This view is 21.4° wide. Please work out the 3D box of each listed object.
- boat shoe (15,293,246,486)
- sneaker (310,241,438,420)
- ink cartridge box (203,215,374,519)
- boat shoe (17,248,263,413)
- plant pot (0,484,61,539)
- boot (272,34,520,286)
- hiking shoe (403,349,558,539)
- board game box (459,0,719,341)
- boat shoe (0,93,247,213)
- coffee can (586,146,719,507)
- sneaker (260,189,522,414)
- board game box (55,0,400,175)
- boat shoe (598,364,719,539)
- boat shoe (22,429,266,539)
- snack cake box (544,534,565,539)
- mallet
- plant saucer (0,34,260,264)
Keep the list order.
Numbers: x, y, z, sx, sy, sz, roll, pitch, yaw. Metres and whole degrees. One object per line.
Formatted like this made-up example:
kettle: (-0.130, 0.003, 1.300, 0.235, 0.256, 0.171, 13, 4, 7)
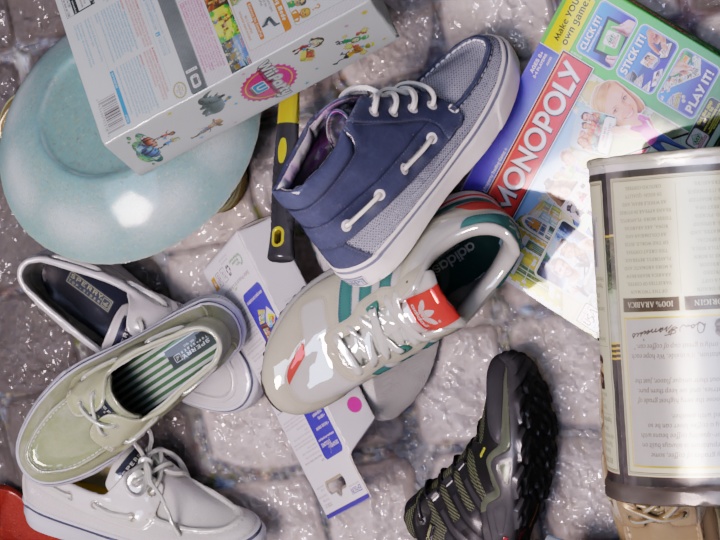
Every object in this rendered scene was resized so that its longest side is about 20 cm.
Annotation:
boat shoe: (-0.167, 0.084, 1.314, 0.199, 0.062, 0.072, -38, 91, 15)
sneaker: (0.000, 0.000, 1.306, 0.088, 0.075, 0.202, 6, 104, 41)
ink cartridge box: (-0.042, 0.069, 1.310, 0.202, 0.037, 0.095, 65, 156, 7)
boat shoe: (-0.162, 0.046, 1.372, 0.199, 0.065, 0.074, 27, 107, 17)
plant pot: (-0.275, 0.315, 1.400, 0.199, 0.200, 0.177, 35, 121, 14)
boot: (0.026, -0.094, 1.208, 0.072, 0.201, 0.090, 6, 146, 46)
hiking shoe: (0.073, 0.151, 1.285, 0.100, 0.076, 0.203, 7, 94, 26)
board game box: (0.153, -0.074, 1.244, 0.134, 0.029, 0.201, 32, 109, 14)
boat shoe: (-0.180, -0.085, 1.361, 0.199, 0.063, 0.074, 21, 105, 18)
coffee can: (0.212, 0.030, 1.132, 0.145, 0.146, 0.203, -3, 91, 23)
sneaker: (0.020, 0.023, 1.210, 0.199, 0.093, 0.071, -36, 104, -3)
board game box: (-0.093, -0.176, 1.259, 0.199, 0.064, 0.149, -27, 63, 11)
boat shoe: (0.188, 0.137, 1.241, 0.071, 0.064, 0.202, -12, 94, 24)
boat shoe: (-0.161, 0.156, 1.382, 0.200, 0.075, 0.087, 11, 119, 27)
snack cake box: (0.198, 0.260, 1.231, 0.198, 0.067, 0.116, 17, 132, 20)
mallet: (-0.057, -0.106, 1.290, 0.065, 0.041, 0.202, 5, 80, 25)
plant saucer: (-0.168, -0.105, 1.316, 0.199, 0.039, 0.203, -7, 66, 15)
